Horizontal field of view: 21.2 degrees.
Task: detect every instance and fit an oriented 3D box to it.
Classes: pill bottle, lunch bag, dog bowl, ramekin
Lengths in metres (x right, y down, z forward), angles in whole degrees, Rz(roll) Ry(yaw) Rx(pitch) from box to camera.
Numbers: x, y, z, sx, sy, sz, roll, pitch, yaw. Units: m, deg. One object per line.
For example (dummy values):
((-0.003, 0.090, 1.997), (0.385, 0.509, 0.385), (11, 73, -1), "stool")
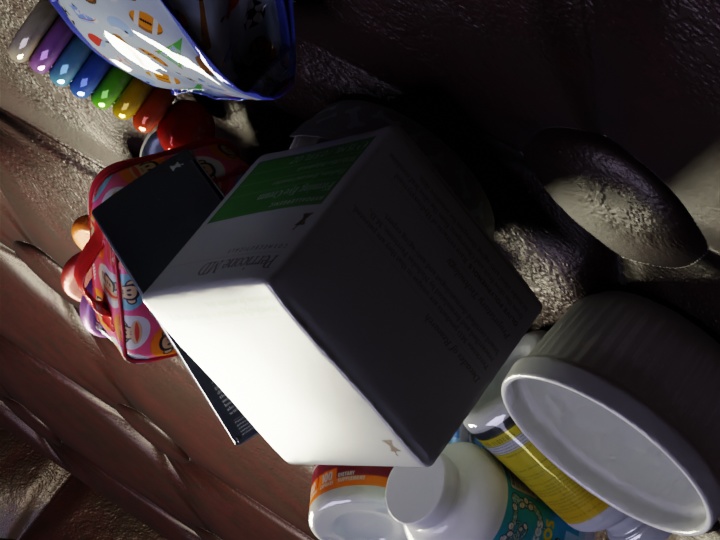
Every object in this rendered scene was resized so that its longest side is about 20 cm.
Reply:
((0.191, 0.155, 1.673), (0.200, 0.112, 0.112), (44, 161, -13), "pill bottle")
((0.012, 0.162, 1.861), (0.113, 0.202, 0.115), (3, 143, 2), "pill bottle")
((0.112, 0.221, 1.716), (0.199, 0.112, 0.110), (28, 171, -40), "pill bottle")
((-0.145, -0.215, 1.428), (0.169, 0.124, 0.201), (11, 140, 52), "lunch bag")
((0.022, -0.055, 1.554), (0.199, 0.059, 0.201), (29, 153, 16), "dog bowl")
((0.220, 0.107, 1.519), (0.199, 0.105, 0.200), (34, 162, 13), "ramekin")
((-0.177, -0.011, 1.748), (0.082, 0.175, 0.201), (49, 147, 42), "lunch bag")

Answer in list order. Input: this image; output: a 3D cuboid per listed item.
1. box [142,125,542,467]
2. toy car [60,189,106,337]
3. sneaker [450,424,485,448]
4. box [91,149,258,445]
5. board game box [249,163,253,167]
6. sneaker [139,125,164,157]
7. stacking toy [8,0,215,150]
((-0.015, 0.025, 1.467), (0.200, 0.172, 0.198), (49, 152, -22), "box")
((-0.237, 0.004, 2.021), (0.200, 0.149, 0.176), (50, 170, 36), "toy car")
((0.134, 0.129, 1.797), (0.080, 0.129, 0.202), (-126, 34, -56), "sneaker")
((-0.126, 0.023, 1.651), (0.148, 0.104, 0.201), (51, 172, 48), "box")
((-0.092, -0.024, 1.810), (0.200, 0.029, 0.136), (155, 99, -70), "board game box")
((-0.181, -0.042, 1.846), (0.074, 0.085, 0.202), (3, 121, 1), "sneaker")
((-0.217, -0.171, 1.742), (0.199, 0.086, 0.085), (36, 162, -9), "stacking toy")
